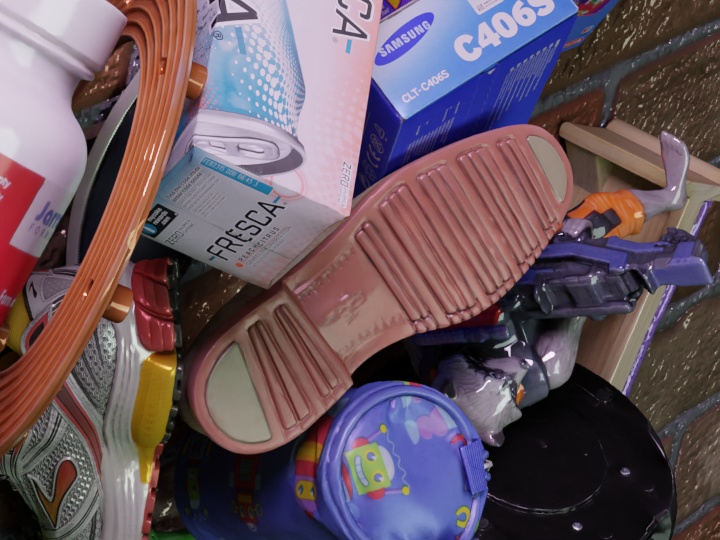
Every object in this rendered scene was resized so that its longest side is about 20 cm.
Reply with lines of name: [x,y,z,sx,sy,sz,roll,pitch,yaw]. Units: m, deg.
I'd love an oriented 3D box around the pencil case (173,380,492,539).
pencil case: [-0.013,0.091,1.151,0.086,0.200,0.079,-1,86,-25]

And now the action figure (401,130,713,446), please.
action figure: [0.099,0.014,1.249,0.194,0.199,0.105,-50,129,-40]

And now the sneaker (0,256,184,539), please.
sneaker: [-0.124,0.065,1.095,0.081,0.078,0.201,4,135,-10]

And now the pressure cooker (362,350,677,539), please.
pressure cooker: [0.052,0.158,1.308,0.179,0.175,0.201,-57,167,-51]

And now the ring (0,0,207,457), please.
ring: [-0.103,-0.022,0.950,0.019,0.200,0.202,22,97,-22]

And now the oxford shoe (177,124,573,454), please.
oxford shoe: [0.000,0.000,1.094,0.199,0.074,0.071,-33,105,-18]

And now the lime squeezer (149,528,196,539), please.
lime squeezer: [-0.130,0.151,1.193,0.200,0.038,0.071,-38,174,-35]

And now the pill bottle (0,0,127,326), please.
pill bottle: [-0.166,-0.022,0.909,0.201,0.112,0.112,-61,149,-1]

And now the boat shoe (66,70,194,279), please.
boat shoe: [-0.056,-0.062,1.090,0.201,0.062,0.075,-61,151,0]

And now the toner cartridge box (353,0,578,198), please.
toner cartridge box: [0.028,-0.062,1.141,0.095,0.043,0.200,-34,166,-20]

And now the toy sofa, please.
toy sofa: [0.129,0.024,1.418,0.097,0.083,0.201,5,110,-56]

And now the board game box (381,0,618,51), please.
board game box: [0.065,-0.139,1.171,0.199,0.045,0.135,-23,160,-47]

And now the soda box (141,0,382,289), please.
soda box: [-0.034,-0.098,0.981,0.064,0.068,0.201,-42,-148,48]
